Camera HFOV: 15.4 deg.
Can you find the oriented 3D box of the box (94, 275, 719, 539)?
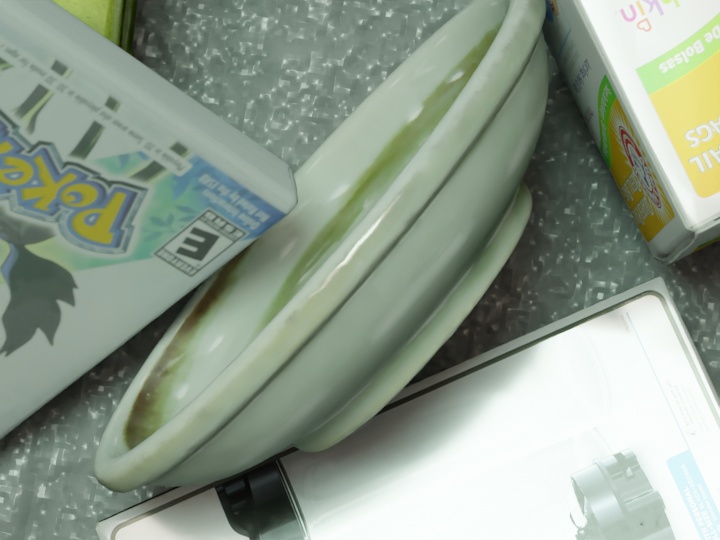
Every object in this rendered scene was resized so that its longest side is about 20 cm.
[{"bbox_3d":[0.030,0.097,0.849,0.200,0.060,0.117,-23,76,2],"label":"box"}]

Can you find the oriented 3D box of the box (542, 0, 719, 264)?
[{"bbox_3d":[0.100,-0.116,0.815,0.112,0.101,0.200,-25,85,-2],"label":"box"}]

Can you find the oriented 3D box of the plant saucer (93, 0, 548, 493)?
[{"bbox_3d":[0.000,0.000,0.810,0.050,0.200,0.200,41,85,-10],"label":"plant saucer"}]

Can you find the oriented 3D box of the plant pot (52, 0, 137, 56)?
[{"bbox_3d":[-0.169,-0.096,0.861,0.192,0.200,0.201,7,79,-3],"label":"plant pot"}]

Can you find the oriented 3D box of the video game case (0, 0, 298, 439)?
[{"bbox_3d":[-0.150,-0.020,0.809,0.182,0.200,0.022,-37,42,23],"label":"video game case"}]
